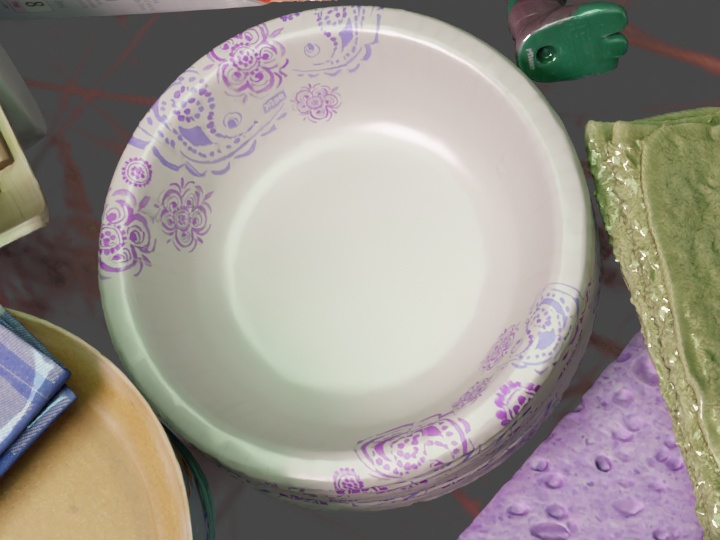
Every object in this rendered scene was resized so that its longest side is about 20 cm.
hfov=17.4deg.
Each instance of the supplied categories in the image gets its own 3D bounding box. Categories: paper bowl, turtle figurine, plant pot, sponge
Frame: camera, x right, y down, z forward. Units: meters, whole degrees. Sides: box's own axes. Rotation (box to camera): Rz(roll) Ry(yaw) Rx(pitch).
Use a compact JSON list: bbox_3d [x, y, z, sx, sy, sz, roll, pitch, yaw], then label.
[{"bbox_3d":[0.000,0.000,0.977,0.200,0.104,0.201,-3,74,10],"label":"paper bowl"},{"bbox_3d":[0.060,-0.169,1.010,0.101,0.150,0.200,-40,32,21],"label":"turtle figurine"},{"bbox_3d":[-0.156,0.110,0.860,0.200,0.027,0.200,-3,71,8],"label":"plant pot"},{"bbox_3d":[0.105,0.121,0.964,0.112,0.030,0.200,41,85,17],"label":"sponge"}]

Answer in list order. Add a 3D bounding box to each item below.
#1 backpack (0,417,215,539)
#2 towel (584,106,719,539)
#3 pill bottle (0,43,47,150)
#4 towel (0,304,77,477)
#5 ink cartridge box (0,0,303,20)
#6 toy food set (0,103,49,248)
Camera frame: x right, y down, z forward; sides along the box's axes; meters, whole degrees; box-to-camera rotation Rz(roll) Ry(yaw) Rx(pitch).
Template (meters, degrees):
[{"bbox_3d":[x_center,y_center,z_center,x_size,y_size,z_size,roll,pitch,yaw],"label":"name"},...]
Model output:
[{"bbox_3d":[-0.155,0.122,0.947,0.176,0.153,0.200,31,86,23],"label":"backpack"},{"bbox_3d":[0.175,0.021,0.940,0.148,0.036,0.200,-5,66,-25],"label":"towel"},{"bbox_3d":[-0.242,-0.042,1.030,0.200,0.112,0.112,-32,72,1],"label":"pill bottle"},{"bbox_3d":[-0.218,0.030,0.873,0.200,0.024,0.147,40,82,20],"label":"towel"},{"bbox_3d":[-0.076,-0.201,1.077,0.200,0.057,0.163,-3,74,15],"label":"ink cartridge box"},{"bbox_3d":[-0.229,-0.071,0.946,0.143,0.060,0.200,-27,80,2],"label":"toy food set"}]
